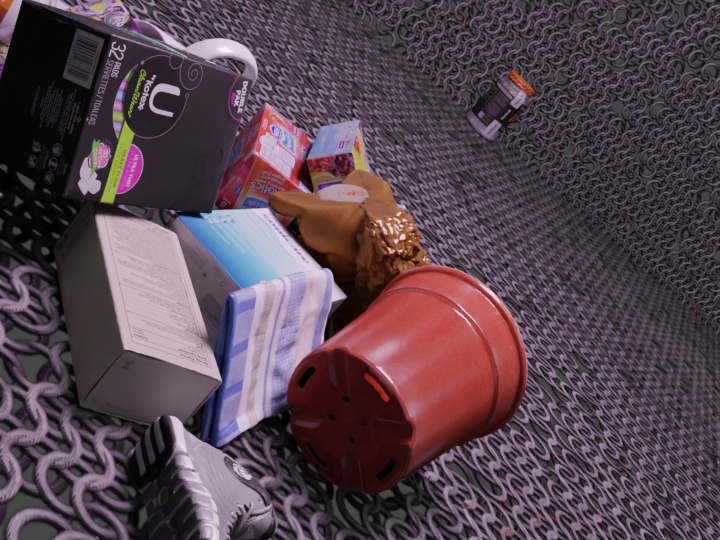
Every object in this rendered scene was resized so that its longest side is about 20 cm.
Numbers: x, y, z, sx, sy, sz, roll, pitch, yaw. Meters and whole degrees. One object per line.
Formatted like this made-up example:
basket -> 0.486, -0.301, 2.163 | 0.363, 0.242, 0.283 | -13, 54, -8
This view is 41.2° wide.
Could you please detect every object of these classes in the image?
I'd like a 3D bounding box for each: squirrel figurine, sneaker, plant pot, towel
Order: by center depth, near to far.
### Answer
sneaker -> -0.103, 0.200, 0.725 | 0.115, 0.075, 0.201 | 32, 22, -36
towel -> -0.083, 0.078, 0.919 | 0.024, 0.148, 0.200 | 15, 12, 21
plant pot -> 0.040, 0.118, 0.979 | 0.201, 0.201, 0.195 | 48, 37, 12
squirrel figurine -> 0.000, 0.000, 1.149 | 0.199, 0.188, 0.141 | 24, 35, 39

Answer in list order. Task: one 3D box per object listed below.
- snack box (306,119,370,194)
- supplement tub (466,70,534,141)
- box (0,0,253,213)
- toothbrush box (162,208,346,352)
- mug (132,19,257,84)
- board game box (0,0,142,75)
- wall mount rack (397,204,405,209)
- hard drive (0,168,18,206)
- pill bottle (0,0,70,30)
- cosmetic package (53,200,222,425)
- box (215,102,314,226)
snack box -> -0.015, -0.085, 1.307 | 0.169, 0.067, 0.202 | -81, 161, -66
supplement tub -> 0.430, -0.506, 2.937 | 0.122, 0.200, 0.123 | 37, 22, -18
box -> -0.223, -0.148, 0.905 | 0.124, 0.150, 0.199 | 26, 11, 28
toothbrush box -> -0.123, 0.013, 1.030 | 0.147, 0.085, 0.200 | 47, 21, 12
mug -> -0.211, -0.202, 1.121 | 0.175, 0.199, 0.149 | 27, 36, -62
board game box -> -0.322, -0.216, 0.999 | 0.199, 0.032, 0.120 | -25, 67, -23
wall mount rack -> -0.024, -0.122, 1.500 | 0.174, 0.075, 0.200 | 44, 21, -1
hard drive -> -0.377, -0.069, 0.775 | 0.139, 0.038, 0.200 | 39, 20, -15
pill bottle -> -0.422, -0.304, 1.038 | 0.199, 0.112, 0.113 | 30, 24, -33
cosmetic package -> -0.202, 0.036, 0.853 | 0.103, 0.073, 0.201 | 26, 27, -39
box -> -0.126, -0.134, 1.296 | 0.099, 0.095, 0.200 | 38, 21, -19
